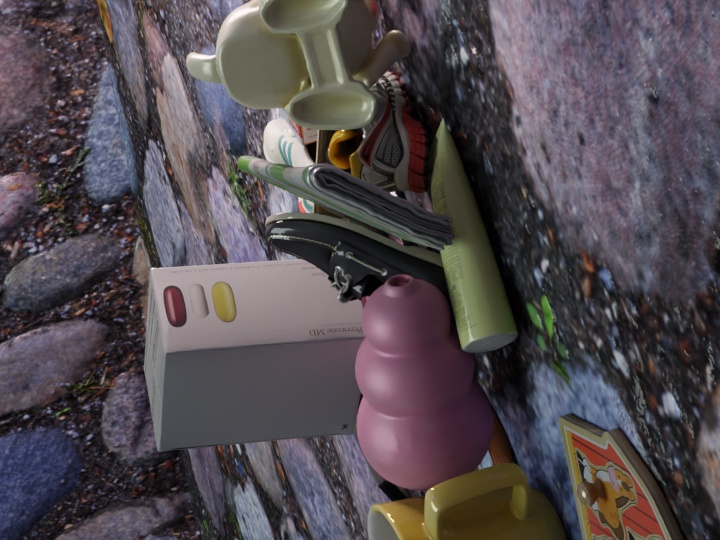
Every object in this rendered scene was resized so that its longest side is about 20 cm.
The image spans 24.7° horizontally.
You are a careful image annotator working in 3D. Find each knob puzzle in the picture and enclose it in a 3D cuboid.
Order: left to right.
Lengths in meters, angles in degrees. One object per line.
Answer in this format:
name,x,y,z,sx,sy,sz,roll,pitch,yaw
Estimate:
knob puzzle,0.207,0.220,1.287,0.220,0.030,0.220,165,90,-76

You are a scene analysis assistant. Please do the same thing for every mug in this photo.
mug,0.107,0.257,1.458,0.187,0.153,0.150,132,121,-73

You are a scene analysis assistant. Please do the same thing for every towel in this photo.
towel,-0.016,-0.068,1.460,0.031,0.149,0.200,-65,24,-2

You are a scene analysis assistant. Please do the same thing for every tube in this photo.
tube,0.091,-0.029,1.442,0.058,0.052,0.200,-27,68,35

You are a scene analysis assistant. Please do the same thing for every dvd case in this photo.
dvd case,0.027,0.210,1.845,0.143,0.018,0.200,63,-176,30

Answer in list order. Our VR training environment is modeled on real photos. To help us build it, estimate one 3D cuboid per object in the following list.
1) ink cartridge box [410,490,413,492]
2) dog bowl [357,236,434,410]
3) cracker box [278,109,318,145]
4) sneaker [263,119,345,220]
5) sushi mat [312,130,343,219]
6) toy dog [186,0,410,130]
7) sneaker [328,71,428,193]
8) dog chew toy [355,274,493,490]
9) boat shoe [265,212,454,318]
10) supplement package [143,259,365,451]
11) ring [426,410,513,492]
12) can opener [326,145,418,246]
ink cartridge box,0.038,0.135,1.791,0.200,0.050,0.109,62,164,10
dog bowl,0.026,0.055,1.646,0.200,0.074,0.201,175,90,-76
cracker box,-0.068,-0.255,1.774,0.134,0.058,0.200,-123,23,-51
sneaker,-0.053,-0.135,1.860,0.200,0.070,0.094,-120,36,-48
sushi mat,-0.033,-0.081,1.707,0.096,0.012,0.200,34,-122,-73
toy dog,-0.046,-0.214,1.512,0.140,0.194,0.200,65,-157,-19
sneaker,0.007,-0.133,1.544,0.200,0.082,0.078,-114,21,-63
dog chew toy,0.051,0.096,1.464,0.125,0.124,0.200,-130,26,-58
boat shoe,0.000,0.000,1.514,0.073,0.200,0.063,87,-159,-71
supplement package,-0.104,0.082,1.609,0.156,0.200,0.111,101,159,-47
ring,0.102,0.209,1.625,0.200,0.019,0.201,171,90,-67
can opener,0.017,-0.076,1.629,0.079,0.063,0.200,59,-179,-37
